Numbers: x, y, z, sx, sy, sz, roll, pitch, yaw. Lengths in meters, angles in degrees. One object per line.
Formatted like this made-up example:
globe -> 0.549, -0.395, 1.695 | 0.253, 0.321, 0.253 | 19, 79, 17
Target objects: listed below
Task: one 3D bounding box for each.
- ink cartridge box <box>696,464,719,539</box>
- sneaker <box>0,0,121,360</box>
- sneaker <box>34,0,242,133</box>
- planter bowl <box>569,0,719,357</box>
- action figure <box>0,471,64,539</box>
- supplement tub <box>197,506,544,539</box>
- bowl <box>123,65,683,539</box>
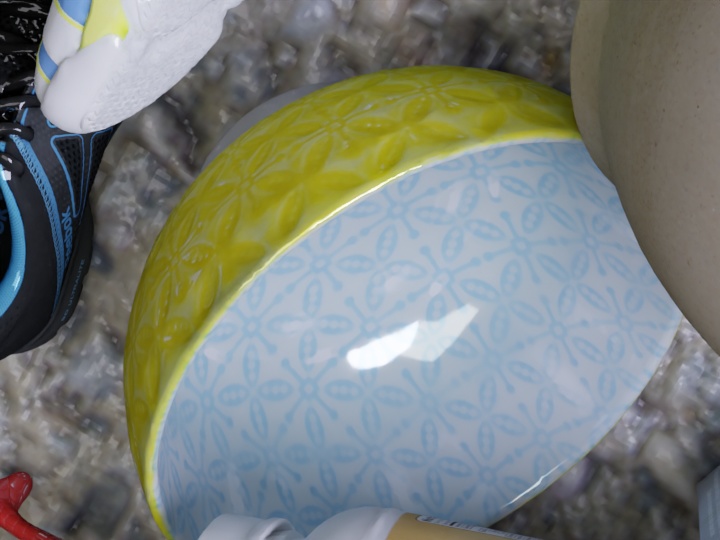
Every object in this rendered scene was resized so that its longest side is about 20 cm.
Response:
ink cartridge box -> 0.204, 0.042, 0.759 | 0.059, 0.104, 0.200 | 45, 104, -4
sneaker -> -0.116, -0.059, 0.792 | 0.073, 0.082, 0.200 | 11, 102, 7
sneaker -> -0.067, -0.146, 0.706 | 0.105, 0.076, 0.200 | 35, 101, 14
planter bowl -> 0.147, -0.056, 0.650 | 0.135, 0.200, 0.201 | 31, 110, 45
action figure -> -0.047, 0.141, 0.841 | 0.200, 0.099, 0.065 | 29, 108, 24
supplement tub -> 0.042, 0.152, 0.690 | 0.200, 0.144, 0.145 | 9, 103, 11
bowl -> 0.000, 0.000, 0.764 | 0.200, 0.200, 0.108 | -45, 52, 14
